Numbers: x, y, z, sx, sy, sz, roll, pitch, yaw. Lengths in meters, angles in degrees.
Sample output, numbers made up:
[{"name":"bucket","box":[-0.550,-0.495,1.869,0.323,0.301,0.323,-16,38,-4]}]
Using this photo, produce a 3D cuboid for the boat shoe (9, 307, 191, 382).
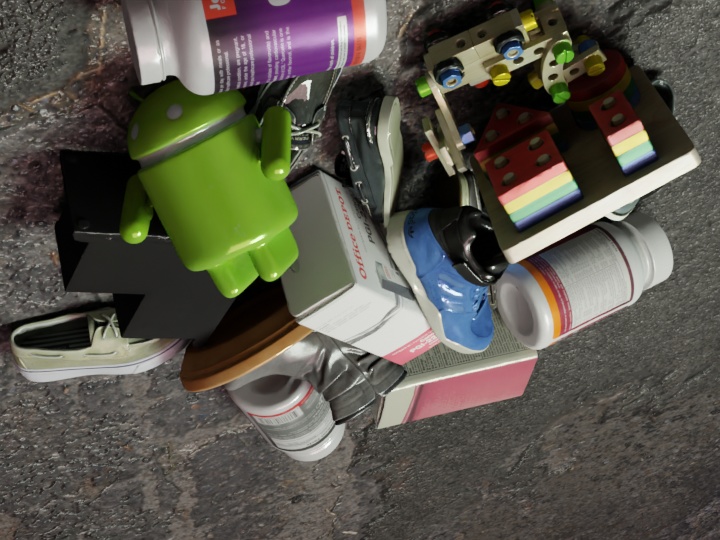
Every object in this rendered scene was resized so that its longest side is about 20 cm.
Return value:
[{"name":"boat shoe","box":[-0.280,0.075,1.440,0.198,0.073,0.062,-14,152,-5]}]

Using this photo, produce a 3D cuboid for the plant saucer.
[{"name":"plant saucer","box":[-0.115,0.062,1.454,0.199,0.038,0.200,-29,-168,7]}]

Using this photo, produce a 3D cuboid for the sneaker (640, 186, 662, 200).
[{"name":"sneaker","box":[0.224,-0.106,1.408,0.198,0.088,0.076,-13,159,-25]}]

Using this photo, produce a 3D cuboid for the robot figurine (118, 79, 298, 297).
[{"name":"robot figurine","box":[-0.130,-0.080,1.174,0.174,0.201,0.116,-21,-169,23]}]

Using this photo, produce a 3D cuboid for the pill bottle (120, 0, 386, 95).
[{"name":"pill bottle","box":[-0.085,-0.205,1.057,0.198,0.113,0.113,-13,150,-12]}]

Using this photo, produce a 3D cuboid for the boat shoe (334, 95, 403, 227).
[{"name":"boat shoe","box":[0.005,-0.108,1.319,0.065,0.075,0.200,9,159,8]}]

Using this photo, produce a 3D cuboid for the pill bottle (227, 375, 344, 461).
[{"name":"pill bottle","box":[-0.087,0.157,1.644,0.113,0.115,0.200,-21,151,3]}]

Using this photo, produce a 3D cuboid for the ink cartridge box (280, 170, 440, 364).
[{"name":"ink cartridge box","box":[0.000,0.000,1.406,0.084,0.147,0.199,-32,148,25]}]

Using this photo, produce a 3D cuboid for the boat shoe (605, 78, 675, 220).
[{"name":"boat shoe","box":[0.274,-0.128,1.343,0.073,0.200,0.062,37,133,-6]}]

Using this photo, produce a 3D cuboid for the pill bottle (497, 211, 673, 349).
[{"name":"pill bottle","box":[0.267,0.008,1.590,0.199,0.110,0.110,-24,153,-21]}]

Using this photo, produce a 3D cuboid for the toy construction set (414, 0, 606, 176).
[{"name":"toy construction set","box":[0.129,-0.183,1.253,0.199,0.092,0.131,-36,148,5]}]

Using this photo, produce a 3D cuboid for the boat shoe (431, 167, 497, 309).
[{"name":"boat shoe","box":[0.121,-0.032,1.472,0.064,0.073,0.201,-18,131,-17]}]

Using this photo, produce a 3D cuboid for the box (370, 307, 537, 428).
[{"name":"box","box":[0.100,0.098,1.643,0.198,0.129,0.109,-11,150,-13]}]

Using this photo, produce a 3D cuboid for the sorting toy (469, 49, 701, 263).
[{"name":"sorting toy","box":[0.200,-0.127,1.292,0.199,0.199,0.070,-29,120,11]}]

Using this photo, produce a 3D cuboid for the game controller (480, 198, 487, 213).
[{"name":"game controller","box":[0.148,-0.042,1.530,0.199,0.042,0.104,-37,146,26]}]

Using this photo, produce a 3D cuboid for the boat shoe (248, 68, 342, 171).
[{"name":"boat shoe","box":[-0.062,-0.138,1.220,0.071,0.071,0.200,-1,145,-29]}]

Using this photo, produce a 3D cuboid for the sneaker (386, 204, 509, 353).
[{"name":"sneaker","box":[0.118,0.011,1.366,0.110,0.077,0.201,-7,131,33]}]

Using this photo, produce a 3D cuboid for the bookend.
[{"name":"bookend","box":[-0.218,-0.013,1.311,0.197,0.093,0.200,2,145,-29]}]

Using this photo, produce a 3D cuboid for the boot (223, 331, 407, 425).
[{"name":"boot","box":[-0.051,0.120,1.502,0.199,0.133,0.070,-28,-176,-9]}]
